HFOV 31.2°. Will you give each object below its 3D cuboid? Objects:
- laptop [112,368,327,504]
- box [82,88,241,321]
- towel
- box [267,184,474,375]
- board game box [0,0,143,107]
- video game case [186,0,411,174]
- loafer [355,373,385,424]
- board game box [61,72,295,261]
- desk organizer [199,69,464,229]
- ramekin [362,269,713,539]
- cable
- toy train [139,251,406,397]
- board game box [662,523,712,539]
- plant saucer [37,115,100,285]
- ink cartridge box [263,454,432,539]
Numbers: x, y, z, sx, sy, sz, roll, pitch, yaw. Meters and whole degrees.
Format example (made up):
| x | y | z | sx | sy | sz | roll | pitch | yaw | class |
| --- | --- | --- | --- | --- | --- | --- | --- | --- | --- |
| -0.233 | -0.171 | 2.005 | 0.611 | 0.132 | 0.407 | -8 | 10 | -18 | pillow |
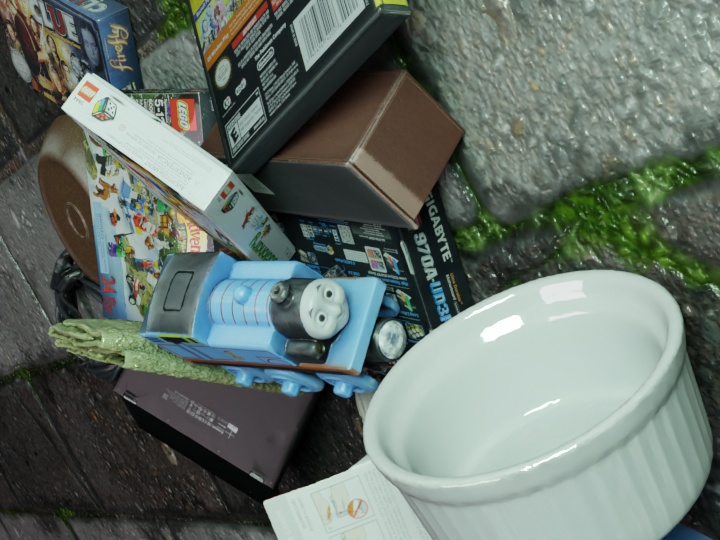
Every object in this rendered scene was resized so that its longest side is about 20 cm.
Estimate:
| x | y | z | sx | sy | sz | roll | pitch | yaw | class |
| --- | --- | --- | --- | --- | --- | --- | --- | --- | --- |
| -0.130 | 0.128 | 1.253 | 0.187 | 0.116 | 0.201 | 29 | 105 | 12 | laptop |
| -0.170 | -0.054 | 1.105 | 0.136 | 0.038 | 0.201 | 4 | 105 | 33 | box |
| -0.146 | 0.068 | 1.071 | 0.148 | 0.199 | 0.037 | 8 | 85 | 57 | towel |
| 0.000 | 0.000 | 0.989 | 0.200 | 0.046 | 0.160 | 11 | 126 | 52 | box |
| -0.277 | -0.214 | 1.218 | 0.200 | 0.035 | 0.136 | 32 | 142 | 37 | board game box |
| -0.052 | -0.186 | 0.814 | 0.200 | 0.025 | 0.182 | -38 | 62 | 50 | video game case |
| 0.073 | 0.158 | 1.017 | 0.070 | 0.070 | 0.200 | -39 | 87 | 18 | loafer |
| -0.123 | -0.061 | 0.923 | 0.126 | 0.035 | 0.200 | 35 | 174 | 16 | board game box |
| -0.027 | -0.087 | 0.895 | 0.072 | 0.077 | 0.200 | 40 | 162 | -33 | desk organizer |
| 0.111 | 0.095 | 0.769 | 0.200 | 0.200 | 0.098 | 7 | 131 | 54 | ramekin |
| -0.305 | 0.063 | 1.519 | 0.163 | 0.051 | 0.200 | 47 | 147 | 9 | cable |
| -0.062 | 0.037 | 0.928 | 0.199 | 0.087 | 0.114 | 1 | 158 | 44 | toy train |
| 0.172 | 0.215 | 0.777 | 0.158 | 0.200 | 0.039 | 33 | 119 | 31 | board game box |
| -0.269 | -0.055 | 1.283 | 0.200 | 0.037 | 0.201 | 40 | 146 | 34 | plant saucer |
| 0.049 | 0.194 | 0.952 | 0.047 | 0.199 | 0.161 | -101 | -10 | -75 | ink cartridge box |
